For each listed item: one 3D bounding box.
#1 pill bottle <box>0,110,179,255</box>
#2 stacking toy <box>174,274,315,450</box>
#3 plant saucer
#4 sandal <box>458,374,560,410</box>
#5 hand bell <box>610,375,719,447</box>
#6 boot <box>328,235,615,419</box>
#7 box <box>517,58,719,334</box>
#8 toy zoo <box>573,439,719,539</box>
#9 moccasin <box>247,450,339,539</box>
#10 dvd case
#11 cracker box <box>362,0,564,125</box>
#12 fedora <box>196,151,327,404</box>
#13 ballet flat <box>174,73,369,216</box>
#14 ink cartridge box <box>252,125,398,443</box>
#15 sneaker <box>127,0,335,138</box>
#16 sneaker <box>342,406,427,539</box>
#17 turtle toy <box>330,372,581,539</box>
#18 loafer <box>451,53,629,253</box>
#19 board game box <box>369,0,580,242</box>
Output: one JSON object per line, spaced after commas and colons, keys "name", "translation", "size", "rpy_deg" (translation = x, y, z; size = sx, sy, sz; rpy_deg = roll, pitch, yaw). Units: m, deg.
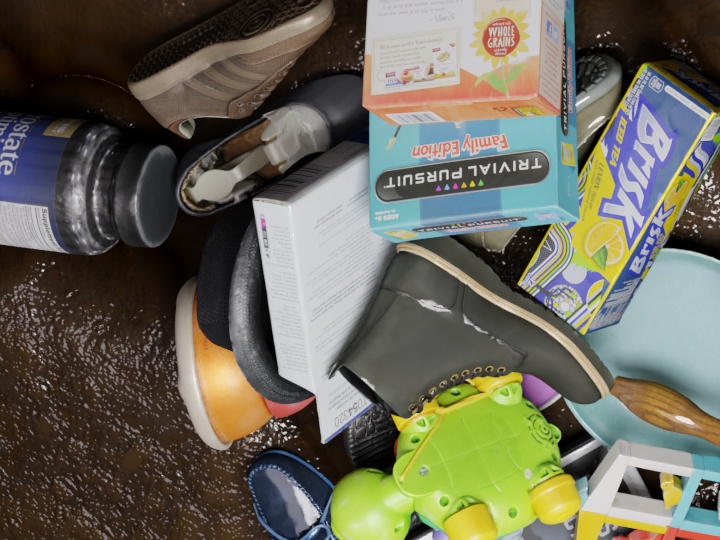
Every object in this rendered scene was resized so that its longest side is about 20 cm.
{"name": "pill bottle", "translation": [-0.256, -0.072, 1.711], "size": [0.198, 0.112, 0.113], "rpy_deg": [7, 118, 19]}
{"name": "stacking toy", "translation": [-0.046, 0.065, 1.701], "size": [0.198, 0.146, 0.147], "rpy_deg": [-8, 113, 9]}
{"name": "plant saucer", "translation": [0.250, 0.066, 1.614], "size": [0.198, 0.036, 0.201], "rpy_deg": [10, 120, 18]}
{"name": "sandal", "translation": [0.081, 0.099, 1.694], "size": [0.201, 0.050, 0.083], "rpy_deg": [-12, 111, 28]}
{"name": "hand bell", "translation": [0.282, 0.127, 1.576], "size": [0.199, 0.104, 0.105], "rpy_deg": [26, 124, 24]}
{"name": "boot", "translation": [0.082, 0.078, 1.569], "size": [0.199, 0.139, 0.077], "rpy_deg": [35, 165, -6]}
{"name": "box", "translation": [0.200, -0.055, 1.527], "size": [0.070, 0.064, 0.201], "rpy_deg": [38, 115, 21]}
{"name": "toy zoo", "translation": [0.252, 0.198, 1.642], "size": [0.198, 0.021, 0.132], "rpy_deg": [11, 129, -5]}
{"name": "moccasin", "translation": [-0.032, 0.249, 1.809], "size": [0.080, 0.068, 0.200], "rpy_deg": [-33, 100, 33]}
{"name": "dvd case", "translation": [0.154, 0.236, 1.695], "size": [0.199, 0.025, 0.151], "rpy_deg": [-29, 104, 3]}
{"name": "cracker box", "translation": [0.076, -0.209, 1.469], "size": [0.133, 0.058, 0.202], "rpy_deg": [-1, 79, 24]}
{"name": "fedora", "translation": [-0.066, 0.003, 1.612], "size": [0.091, 0.200, 0.202], "rpy_deg": [7, 120, 36]}
{"name": "ballet flat", "translation": [-0.073, -0.094, 1.648], "size": [0.199, 0.073, 0.073], "rpy_deg": [-23, 105, 31]}
{"name": "ink cartridge box", "translation": [0.000, 0.000, 1.588], "size": [0.043, 0.196, 0.201], "rpy_deg": [12, 120, 33]}
{"name": "sneaker", "translation": [-0.089, -0.165, 1.631], "size": [0.199, 0.071, 0.076], "rpy_deg": [-17, 127, 33]}
{"name": "sneaker", "translation": [0.022, 0.170, 1.728], "size": [0.060, 0.104, 0.201], "rpy_deg": [-23, 110, -8]}
{"name": "turtle toy", "translation": [0.069, 0.161, 1.614], "size": [0.146, 0.199, 0.101], "rpy_deg": [65, 159, 20]}
{"name": "loafer", "translation": [0.139, -0.086, 1.567], "size": [0.069, 0.075, 0.200], "rpy_deg": [35, 126, -17]}
{"name": "board game box", "translation": [0.082, -0.130, 1.509], "size": [0.150, 0.047, 0.202], "rpy_deg": [-7, 76, 27]}
